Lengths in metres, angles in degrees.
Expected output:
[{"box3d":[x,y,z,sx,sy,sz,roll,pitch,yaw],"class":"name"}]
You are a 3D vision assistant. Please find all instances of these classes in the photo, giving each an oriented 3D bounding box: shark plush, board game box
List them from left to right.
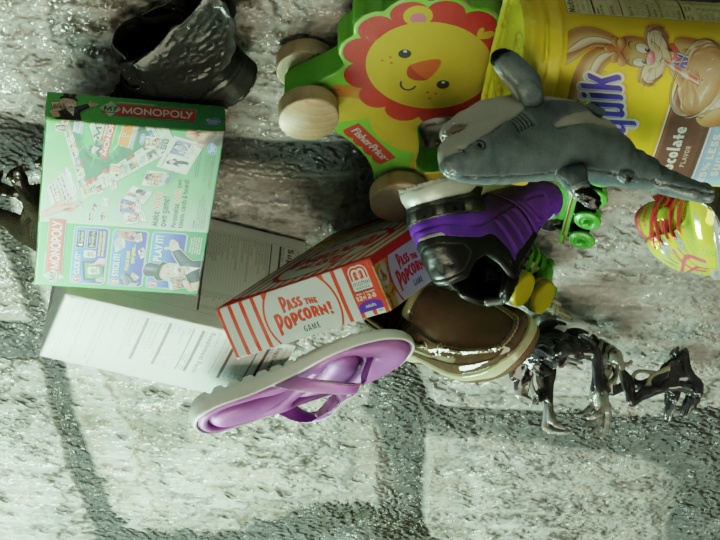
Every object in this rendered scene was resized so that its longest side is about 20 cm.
[{"box3d":[-0.182,-0.056,1.617,0.134,0.029,0.200,5,141,-9],"class":"board game box"},{"box3d":[0.000,0.000,1.665,0.151,0.200,0.046,-18,99,31],"class":"board game box"},{"box3d":[0.141,-0.066,1.420,0.200,0.083,0.091,23,126,-24],"class":"shark plush"}]

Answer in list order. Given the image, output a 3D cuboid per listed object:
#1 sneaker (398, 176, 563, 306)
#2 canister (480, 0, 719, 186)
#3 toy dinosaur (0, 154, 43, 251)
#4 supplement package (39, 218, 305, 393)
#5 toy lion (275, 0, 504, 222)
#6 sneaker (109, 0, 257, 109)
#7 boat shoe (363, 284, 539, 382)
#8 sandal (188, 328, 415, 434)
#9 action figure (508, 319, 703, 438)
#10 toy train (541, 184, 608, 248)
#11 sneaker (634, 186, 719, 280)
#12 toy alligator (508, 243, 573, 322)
[{"box3d":[0.097,-0.022,1.573,0.070,0.100,0.200,-17,174,32],"class":"sneaker"},{"box3d":[0.196,-0.128,1.489,0.200,0.087,0.149,2,133,-10],"class":"canister"},{"box3d":[-0.240,-0.051,1.686,0.200,0.077,0.102,-31,109,17],"class":"toy dinosaur"},{"box3d":[-0.160,0.025,1.786,0.200,0.114,0.110,14,145,-13],"class":"supplement package"},{"box3d":[0.047,-0.138,1.562,0.192,0.069,0.200,-23,138,25],"class":"toy lion"},{"box3d":[-0.158,-0.152,1.569,0.200,0.060,0.104,-22,140,28],"class":"sneaker"},{"box3d":[0.066,0.047,1.776,0.075,0.075,0.202,40,158,-28],"class":"boat shoe"},{"box3d":[-0.045,0.107,1.769,0.202,0.050,0.082,-21,154,7],"class":"sandal"},{"box3d":[0.199,0.100,1.852,0.200,0.102,0.119,9,179,-13],"class":"action figure"},{"box3d":[0.173,-0.083,1.640,0.056,0.042,0.200,15,147,4],"class":"toy train"},{"box3d":[0.258,-0.034,1.639,0.090,0.078,0.200,12,167,12],"class":"sneaker"},{"box3d":[0.140,0.003,1.762,0.059,0.054,0.200,26,-176,31],"class":"toy alligator"}]
